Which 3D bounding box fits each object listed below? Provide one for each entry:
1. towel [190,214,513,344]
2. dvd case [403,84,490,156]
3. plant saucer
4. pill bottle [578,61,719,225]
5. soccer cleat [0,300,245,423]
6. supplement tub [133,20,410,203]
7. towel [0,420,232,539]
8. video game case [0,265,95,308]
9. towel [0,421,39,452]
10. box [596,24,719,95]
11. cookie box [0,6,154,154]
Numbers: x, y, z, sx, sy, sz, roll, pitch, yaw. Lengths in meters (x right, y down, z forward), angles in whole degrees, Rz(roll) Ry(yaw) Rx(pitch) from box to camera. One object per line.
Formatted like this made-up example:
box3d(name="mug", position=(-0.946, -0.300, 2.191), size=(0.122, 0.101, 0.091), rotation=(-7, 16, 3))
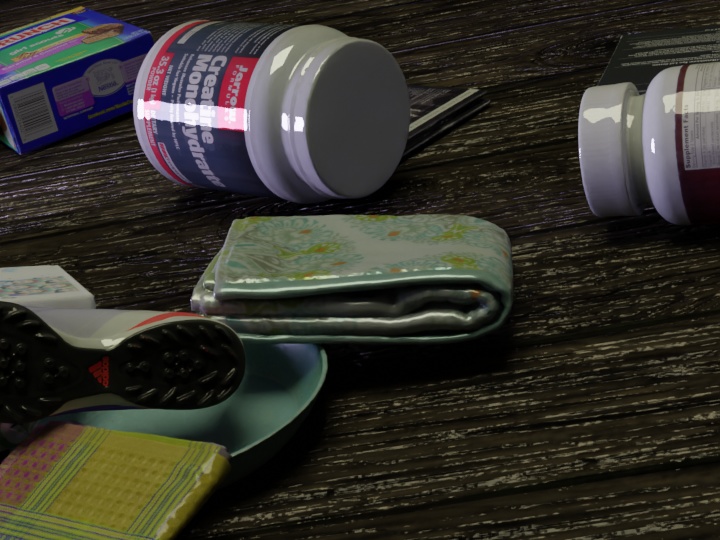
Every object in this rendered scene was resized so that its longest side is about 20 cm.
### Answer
box3d(name="towel", position=(0.000, 0.000, 1.083), size=(0.198, 0.049, 0.171), rotation=(0, 18, 4))
box3d(name="dvd case", position=(-0.006, -0.133, 1.470), size=(0.199, 0.016, 0.148), rotation=(9, 31, 41))
box3d(name="plant saucer", position=(-0.113, 0.090, 1.012), size=(0.199, 0.036, 0.200), rotation=(-11, 25, 5))
box3d(name="pill bottle", position=(0.255, -0.087, 1.124), size=(0.199, 0.110, 0.110), rotation=(-3, 25, 21))
box3d(name="soccer cleat", position=(-0.169, 0.051, 0.966), size=(0.199, 0.069, 0.073), rotation=(1, 2, -16))
box3d(name="supplement tub", position=(-0.074, -0.129, 1.341), size=(0.199, 0.141, 0.140), rotation=(9, 32, 41))
box3d(name="towel", position=(-0.166, 0.154, 0.866), size=(0.143, 0.023, 0.200), rotation=(6, 43, 34))
box3d(name="video game case", position=(-0.288, 0.021, 1.160), size=(0.181, 0.024, 0.200), rotation=(-4, 7, -17))
box3d(name="towel", position=(-0.272, 0.095, 1.044), size=(0.199, 0.023, 0.153), rotation=(-19, 22, 19))
box3d(name="box", position=(0.285, -0.129, 1.240), size=(0.199, 0.079, 0.141), rotation=(-2, 23, 21))
box3d(name="cookie box", position=(-0.315, -0.199, 1.694), size=(0.170, 0.076, 0.200), rotation=(-24, 26, -23))
